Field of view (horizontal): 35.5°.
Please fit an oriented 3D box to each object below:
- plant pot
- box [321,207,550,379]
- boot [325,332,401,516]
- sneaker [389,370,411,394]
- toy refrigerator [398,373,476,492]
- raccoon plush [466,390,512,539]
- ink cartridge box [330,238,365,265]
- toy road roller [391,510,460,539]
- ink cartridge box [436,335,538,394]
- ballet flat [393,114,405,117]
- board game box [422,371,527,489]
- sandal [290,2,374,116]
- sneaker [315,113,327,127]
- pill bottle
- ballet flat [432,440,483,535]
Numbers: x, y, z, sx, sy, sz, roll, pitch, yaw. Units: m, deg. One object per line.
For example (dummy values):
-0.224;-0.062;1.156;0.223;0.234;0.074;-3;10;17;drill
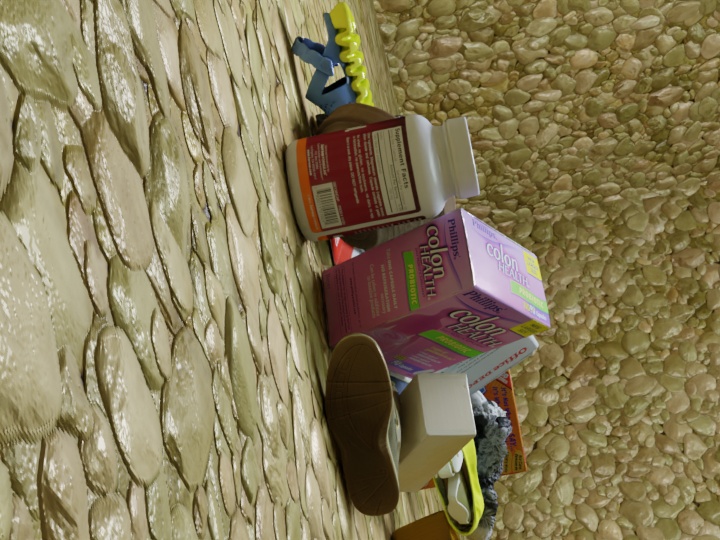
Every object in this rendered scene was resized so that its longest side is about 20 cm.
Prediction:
0.010;-0.093;1.358;0.093;0.199;0.203;-47;141;-29;plant pot
0.087;0.034;1.295;0.175;0.198;0.098;26;47;-49;box
0.008;0.142;1.230;0.156;0.072;0.203;-81;161;-71;boot
0.056;0.170;1.465;0.199;0.074;0.085;32;84;-51;sneaker
0.071;0.197;1.341;0.201;0.069;0.077;121;-34;-55;toy refrigerator
0.158;0.269;1.583;0.134;0.095;0.204;20;81;-80;raccoon plush
0.000;0.000;1.507;0.162;0.049;0.203;-78;160;-75;ink cartridge box
0.111;0.412;1.519;0.200;0.121;0.148;62;7;-67;toy road roller
0.134;0.073;1.507;0.200;0.143;0.084;48;11;-50;ink cartridge box
0.057;-0.129;1.573;0.072;0.071;0.204;64;23;-67;ballet flat
0.150;0.203;1.830;0.201;0.196;0.203;-89;167;-62;board game box
-0.031;-0.229;1.419;0.080;0.086;0.203;-77;154;-76;sandal
-0.023;-0.174;1.559;0.200;0.075;0.092;-36;124;-75;sneaker
0.025;-0.104;1.222;0.113;0.197;0.115;-11;90;-84;pill bottle
0.117;0.256;1.439;0.067;0.066;0.202;-68;145;-55;ballet flat
